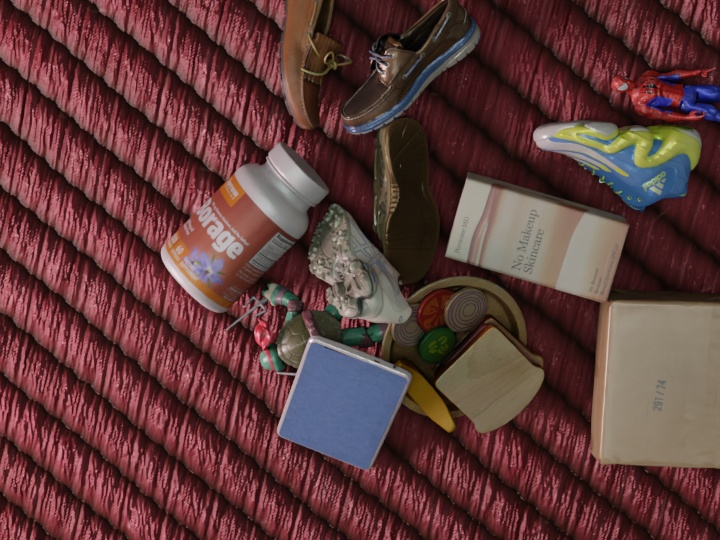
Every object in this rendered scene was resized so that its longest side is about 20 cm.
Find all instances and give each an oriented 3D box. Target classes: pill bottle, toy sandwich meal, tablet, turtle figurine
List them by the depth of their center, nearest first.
[{"bbox_3d":[0.122,0.106,1.708,0.203,0.070,0.207,-5,112,-13],"label":"toy sandwich meal"},{"bbox_3d":[-0.136,-0.055,1.717,0.112,0.112,0.200,45,98,-1],"label":"pill bottle"},{"bbox_3d":[-0.022,0.162,1.724,0.129,0.014,0.201,21,136,0],"label":"tablet"},{"bbox_3d":[-0.054,0.080,1.736,0.199,0.101,0.151,-23,104,-2],"label":"turtle figurine"}]

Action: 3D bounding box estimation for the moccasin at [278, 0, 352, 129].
[{"bbox_3d":[-0.052,-0.270,1.708,0.077,0.074,0.203,4,88,14],"label":"moccasin"}]

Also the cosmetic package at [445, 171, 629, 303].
[{"bbox_3d":[0.208,-0.040,1.700,0.198,0.087,0.104,15,99,3],"label":"cosmetic package"}]

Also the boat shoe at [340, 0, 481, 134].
[{"bbox_3d":[0.046,-0.246,1.689,0.200,0.072,0.072,-42,127,0],"label":"boat shoe"}]

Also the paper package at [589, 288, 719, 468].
[{"bbox_3d":[0.374,0.129,1.698,0.189,0.103,0.202,2,96,3],"label":"paper package"}]

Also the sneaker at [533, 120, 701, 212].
[{"bbox_3d":[0.302,-0.122,1.688,0.198,0.076,0.106,3,98,4],"label":"sneaker"}]

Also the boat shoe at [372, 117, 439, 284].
[{"bbox_3d":[0.051,-0.085,1.729,0.073,0.063,0.202,-4,100,-21],"label":"boat shoe"}]

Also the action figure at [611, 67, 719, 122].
[{"bbox_3d":[0.394,-0.202,1.681,0.198,0.052,0.066,11,77,6],"label":"action figure"}]

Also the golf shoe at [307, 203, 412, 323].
[{"bbox_3d":[0.000,0.000,1.695,0.097,0.201,0.078,23,118,-30],"label":"golf shoe"}]
